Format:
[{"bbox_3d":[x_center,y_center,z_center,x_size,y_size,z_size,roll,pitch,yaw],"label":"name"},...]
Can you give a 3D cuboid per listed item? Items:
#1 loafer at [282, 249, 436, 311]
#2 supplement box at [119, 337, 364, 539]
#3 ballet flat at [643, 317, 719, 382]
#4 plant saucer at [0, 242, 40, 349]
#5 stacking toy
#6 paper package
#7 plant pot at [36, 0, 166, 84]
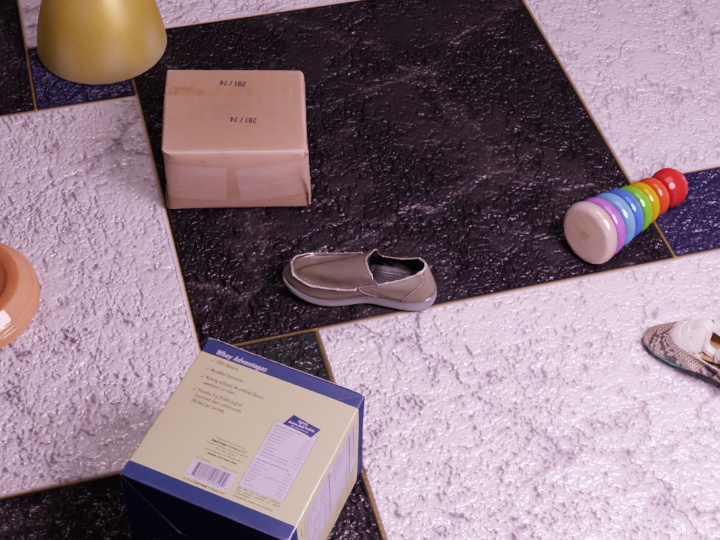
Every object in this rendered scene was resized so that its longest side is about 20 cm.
[{"bbox_3d":[0.000,0.000,1.693,0.196,0.070,0.076,4,46,1],"label":"loafer"},{"bbox_3d":[-0.120,0.215,1.442,0.197,0.135,0.201,19,49,15],"label":"supplement box"},{"bbox_3d":[0.436,0.101,1.613,0.199,0.076,0.068,32,54,25],"label":"ballet flat"},{"bbox_3d":[-0.501,0.028,1.671,0.196,0.038,0.202,1,47,-1],"label":"plant saucer"},{"bbox_3d":[0.363,-0.086,1.788,0.199,0.086,0.085,-29,54,-33],"label":"stacking toy"},{"bbox_3d":[-0.169,-0.182,1.836,0.196,0.104,0.192,-2,45,-3],"label":"paper package"},{"bbox_3d":[-0.394,-0.397,2.001,0.196,0.143,0.202,1,47,-1],"label":"plant pot"}]
